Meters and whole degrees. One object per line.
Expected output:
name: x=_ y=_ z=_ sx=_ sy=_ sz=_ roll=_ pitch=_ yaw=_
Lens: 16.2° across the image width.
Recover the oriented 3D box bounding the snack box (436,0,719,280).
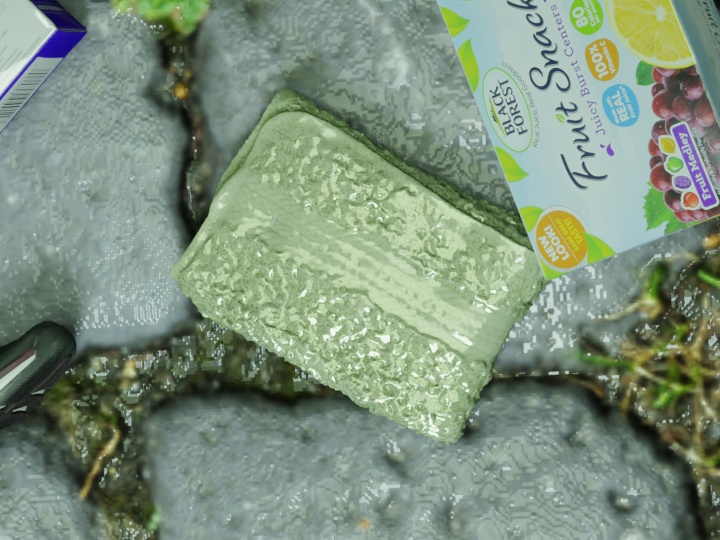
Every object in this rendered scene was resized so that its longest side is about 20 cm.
snack box: x=0.133 y=-0.112 z=1.409 sx=0.142 sy=0.053 sz=0.200 roll=-23 pitch=88 yaw=37

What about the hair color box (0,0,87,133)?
hair color box: x=-0.275 y=-0.170 z=1.516 sx=0.200 sy=0.065 sz=0.109 roll=43 pitch=101 yaw=5

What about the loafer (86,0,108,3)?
loafer: x=-0.100 y=-0.238 z=1.470 sx=0.200 sy=0.072 sz=0.063 roll=-37 pitch=79 yaw=14

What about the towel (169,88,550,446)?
towel: x=0.000 y=0.000 z=1.478 sx=0.200 sy=0.036 sz=0.148 roll=30 pitch=100 yaw=9

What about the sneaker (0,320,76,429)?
sneaker: x=-0.275 y=0.066 z=1.527 sx=0.200 sy=0.076 sz=0.116 roll=-39 pitch=82 yaw=13
